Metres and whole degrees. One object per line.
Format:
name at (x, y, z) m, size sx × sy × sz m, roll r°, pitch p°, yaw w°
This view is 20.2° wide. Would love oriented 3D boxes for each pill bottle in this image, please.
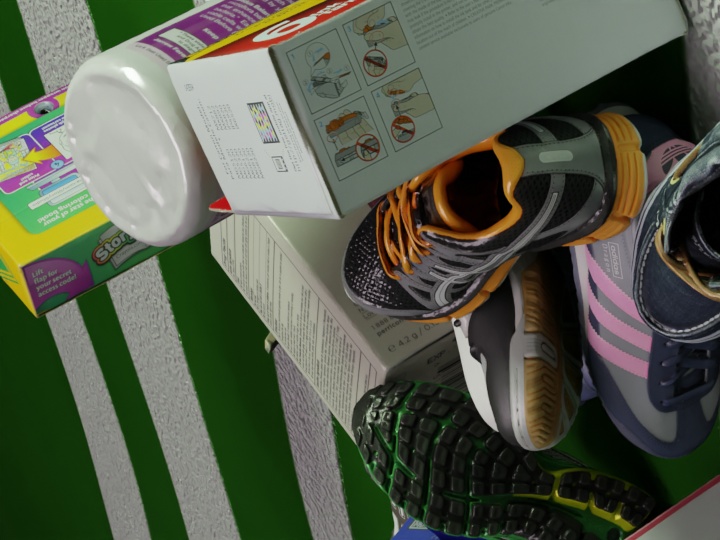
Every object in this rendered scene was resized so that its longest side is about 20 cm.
pill bottle at (-0.059, -0.101, 1.134) m, size 0.112 × 0.199 × 0.113 m, roll 28°, pitch 134°, yaw 34°

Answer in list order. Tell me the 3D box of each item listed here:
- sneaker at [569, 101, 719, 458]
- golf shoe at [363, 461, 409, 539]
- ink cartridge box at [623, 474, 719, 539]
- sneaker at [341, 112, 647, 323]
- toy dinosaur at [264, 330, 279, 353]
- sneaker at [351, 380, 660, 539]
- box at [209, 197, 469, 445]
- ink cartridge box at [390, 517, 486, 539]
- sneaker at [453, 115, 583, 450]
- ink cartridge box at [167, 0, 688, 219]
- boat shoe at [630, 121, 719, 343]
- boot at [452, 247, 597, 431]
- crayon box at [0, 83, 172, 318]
sneaker at (0.152, 0.019, 0.993) m, size 0.082 × 0.070 × 0.201 m, roll 34°, pitch 148°, yaw 54°
golf shoe at (0.062, 0.181, 1.409) m, size 0.094 × 0.077 × 0.201 m, roll 8°, pitch 125°, yaw 65°
ink cartridge box at (0.166, 0.228, 1.117) m, size 0.083 × 0.146 × 0.201 m, roll 45°, pitch 155°, yaw 33°
sneaker at (0.046, -0.029, 0.974) m, size 0.199 × 0.077 × 0.079 m, roll -30°, pitch 67°, yaw 48°
toy dinosaur at (-0.033, 0.025, 1.414) m, size 0.089 × 0.047 × 0.200 m, roll 65°, pitch -164°, yaw 17°
sneaker at (0.080, 0.128, 1.191) m, size 0.199 × 0.079 × 0.085 m, roll 29°, pitch 175°, yaw -11°
box at (0.000, 0.000, 1.275) m, size 0.200 × 0.108 × 0.128 m, roll 51°, pitch 158°, yaw 26°
ink cartridge box at (0.094, 0.234, 1.333) m, size 0.135 × 0.076 × 0.202 m, roll 0°, pitch 119°, yaw 35°
sneaker at (0.062, 0.005, 1.063) m, size 0.076 × 0.087 × 0.202 m, roll 45°, pitch -146°, yaw -58°
ink cartridge box at (0.020, -0.104, 0.957) m, size 0.175 × 0.199 × 0.084 m, roll 4°, pitch 120°, yaw 65°
boat shoe at (0.150, -0.016, 0.857) m, size 0.071 × 0.091 × 0.201 m, roll 38°, pitch 143°, yaw 10°
boot at (0.087, -0.015, 1.132) m, size 0.090 × 0.072 × 0.202 m, roll -28°, pitch 79°, yaw 40°
crayon box at (-0.205, -0.070, 1.543) m, size 0.172 × 0.199 × 0.059 m, roll 42°, pitch 153°, yaw 41°
